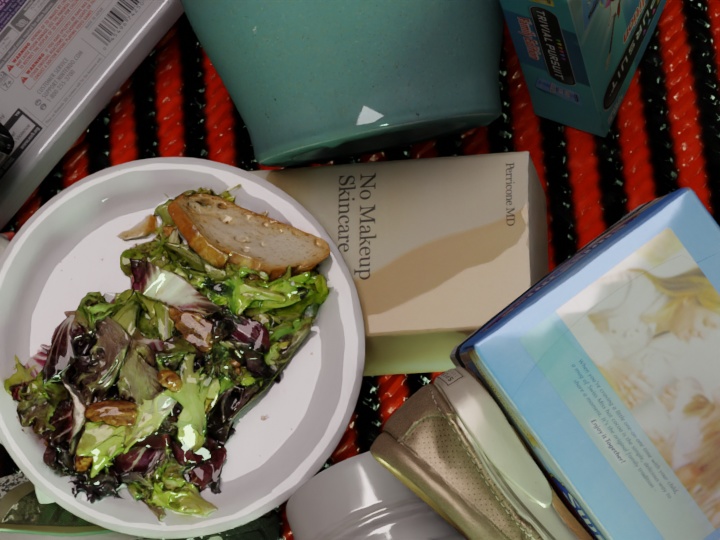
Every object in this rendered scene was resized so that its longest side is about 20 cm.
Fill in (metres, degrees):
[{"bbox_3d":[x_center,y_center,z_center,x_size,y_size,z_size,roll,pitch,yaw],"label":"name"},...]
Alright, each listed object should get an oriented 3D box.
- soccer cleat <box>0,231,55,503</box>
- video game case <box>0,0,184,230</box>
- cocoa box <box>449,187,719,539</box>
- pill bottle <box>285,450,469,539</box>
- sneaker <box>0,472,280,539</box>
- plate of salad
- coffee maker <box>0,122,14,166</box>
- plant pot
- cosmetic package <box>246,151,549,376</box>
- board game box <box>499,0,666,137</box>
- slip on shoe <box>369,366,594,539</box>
[{"bbox_3d":[-0.184,0.047,1.296,0.077,0.069,0.200,-25,48,-20],"label":"soccer cleat"},{"bbox_3d":[-0.210,-0.147,1.405,0.182,0.023,0.200,39,88,28],"label":"video game case"},{"bbox_3d":[0.156,0.079,1.161,0.133,0.131,0.200,-36,89,-3],"label":"cocoa box"},{"bbox_3d":[0.036,0.193,1.188,0.114,0.114,0.200,-23,66,3],"label":"pill bottle"},{"bbox_3d":[-0.142,0.126,1.282,0.199,0.077,0.089,-5,58,8],"label":"sneaker"},{"bbox_3d":[-0.096,0.036,1.221,0.199,0.048,0.201,1,77,-4],"label":"plate of salad"},{"bbox_3d":[-0.306,-0.036,1.318,0.192,0.135,0.200,32,90,28],"label":"coffee maker"},{"bbox_3d":[-0.006,-0.157,1.262,0.199,0.200,0.189,-12,88,8],"label":"plant pot"},{"bbox_3d":[0.000,0.000,1.293,0.199,0.071,0.106,-5,70,11],"label":"cosmetic package"},{"bbox_3d":[0.129,-0.181,1.262,0.047,0.200,0.151,20,75,19],"label":"board game box"},{"bbox_3d":[0.082,0.142,1.139,0.061,0.076,0.200,-36,95,-8],"label":"slip on shoe"}]
